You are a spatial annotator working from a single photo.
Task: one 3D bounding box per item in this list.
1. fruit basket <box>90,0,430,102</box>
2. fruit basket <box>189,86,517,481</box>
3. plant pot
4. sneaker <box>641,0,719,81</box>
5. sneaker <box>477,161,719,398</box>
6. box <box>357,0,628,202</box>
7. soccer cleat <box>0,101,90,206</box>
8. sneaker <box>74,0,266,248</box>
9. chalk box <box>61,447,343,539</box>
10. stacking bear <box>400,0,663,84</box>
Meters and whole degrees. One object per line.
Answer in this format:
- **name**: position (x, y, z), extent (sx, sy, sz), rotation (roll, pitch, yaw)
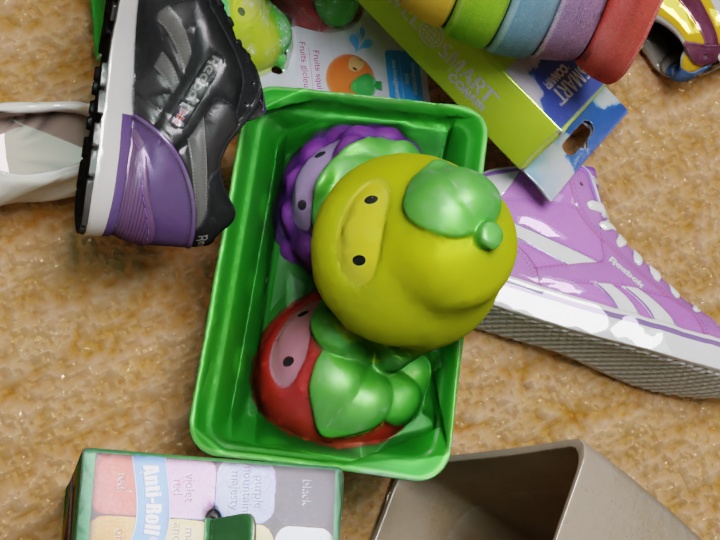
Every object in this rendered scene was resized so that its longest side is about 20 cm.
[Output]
- **fruit basket**: position (-0.057, -0.181, 0.838), extent (0.198, 0.094, 0.187), rotation (-2, 76, -17)
- **fruit basket**: position (0.000, 0.000, 0.734), extent (0.154, 0.216, 0.218), rotation (6, 73, 6)
- **plant pot**: position (0.099, 0.219, 0.725), extent (0.176, 0.200, 0.201), rotation (28, 70, -17)
- **sneaker**: position (0.231, -0.152, 0.912), extent (0.198, 0.075, 0.091), rotation (17, 77, -1)
- **sneaker**: position (0.151, -0.002, 0.850), extent (0.199, 0.073, 0.115), rotation (21, 69, -7)
- **box**: position (0.077, -0.150, 0.838), extent (0.200, 0.048, 0.122), rotation (46, 47, -1)
- **soccer cleat**: position (-0.226, -0.051, 0.769), extent (0.198, 0.078, 0.070), rotation (-19, 80, -17)
- **sneaker**: position (-0.088, -0.112, 0.740), extent (0.087, 0.076, 0.202), rotation (8, 95, -16)
- **chalk box**: position (-0.080, 0.155, 0.684), extent (0.123, 0.200, 0.126), rotation (6, 74, -11)
- **stacking bear**: position (0.053, -0.176, 0.740), extent (0.198, 0.122, 0.115), rotation (16, 105, -5)
